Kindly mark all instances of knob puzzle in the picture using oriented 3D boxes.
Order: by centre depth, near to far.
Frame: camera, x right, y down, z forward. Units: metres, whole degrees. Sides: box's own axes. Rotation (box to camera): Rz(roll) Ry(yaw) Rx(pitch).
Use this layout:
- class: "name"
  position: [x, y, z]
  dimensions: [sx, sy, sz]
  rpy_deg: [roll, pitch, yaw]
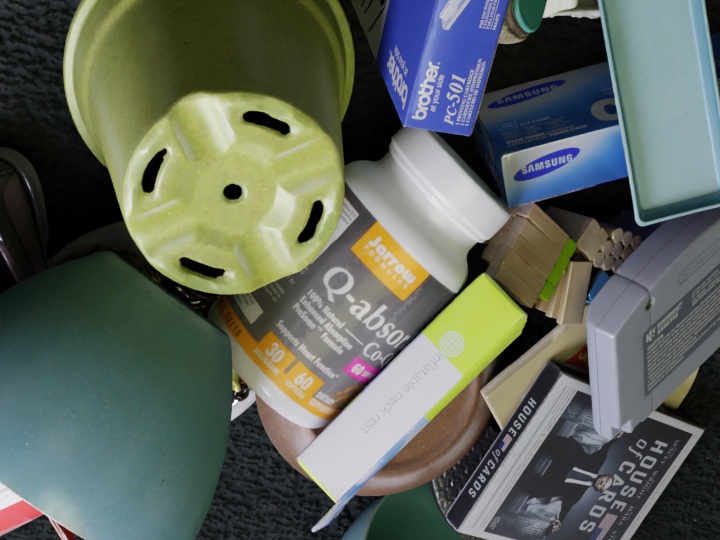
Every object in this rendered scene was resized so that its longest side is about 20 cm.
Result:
- class: "knob puzzle"
  position: [0.198, 0.081, 1.101]
  dimensions: [0.217, 0.030, 0.222]
  rpy_deg: [-17, 128, -22]

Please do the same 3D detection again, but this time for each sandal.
- class: "sandal"
  position: [0.067, 0.129, 1.101]
  dimensions: [0.075, 0.045, 0.201]
  rpy_deg: [-32, 104, -9]

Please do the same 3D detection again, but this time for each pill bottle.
- class: "pill bottle"
  position: [0.000, 0.000, 0.930]
  dimensions: [0.200, 0.117, 0.116]
  rpy_deg: [-45, 119, 9]

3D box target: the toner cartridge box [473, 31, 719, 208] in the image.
- class: "toner cartridge box"
  position: [0.182, -0.107, 0.954]
  dimensions: [0.197, 0.095, 0.044]
  rpy_deg: [-15, 122, -3]

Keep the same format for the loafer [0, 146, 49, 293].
- class: "loafer"
  position: [-0.242, 0.019, 0.944]
  dimensions: [0.071, 0.063, 0.203]
  rpy_deg: [1, 114, 22]

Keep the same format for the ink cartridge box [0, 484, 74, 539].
- class: "ink cartridge box"
  position: [-0.277, 0.109, 0.978]
  dimensions: [0.067, 0.117, 0.201]
  rpy_deg: [-24, 122, 6]

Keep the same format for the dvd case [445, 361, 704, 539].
- class: "dvd case"
  position: [0.176, 0.161, 1.103]
  dimensions: [0.199, 0.025, 0.151]
  rpy_deg: [22, 105, -40]

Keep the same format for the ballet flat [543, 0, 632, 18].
- class: "ballet flat"
  position: [0.145, -0.191, 0.914]
  dimensions: [0.197, 0.072, 0.073]
  rpy_deg: [-9, 123, -7]

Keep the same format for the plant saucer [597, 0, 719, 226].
- class: "plant saucer"
  position: [0.193, -0.134, 0.889]
  dimensions: [0.069, 0.019, 0.203]
  rpy_deg: [-13, 104, -3]

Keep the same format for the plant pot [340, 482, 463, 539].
- class: "plant pot"
  position: [0.039, 0.288, 1.125]
  dimensions: [0.199, 0.202, 0.134]
  rpy_deg: [29, 136, -25]

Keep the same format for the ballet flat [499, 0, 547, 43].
- class: "ballet flat"
  position: [0.102, -0.236, 0.860]
  dimensions: [0.068, 0.075, 0.202]
  rpy_deg: [37, 71, -51]

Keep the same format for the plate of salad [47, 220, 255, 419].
- class: "plate of salad"
  position: [-0.152, 0.054, 1.012]
  dimensions: [0.197, 0.048, 0.202]
  rpy_deg: [-5, 121, -9]

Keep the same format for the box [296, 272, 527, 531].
- class: "box"
  position: [0.030, 0.092, 0.956]
  dimensions: [0.200, 0.122, 0.048]
  rpy_deg: [-44, 82, -1]

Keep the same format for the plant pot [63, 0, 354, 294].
- class: "plant pot"
  position: [-0.086, -0.087, 0.859]
  dimensions: [0.197, 0.185, 0.203]
  rpy_deg: [-6, 122, -9]

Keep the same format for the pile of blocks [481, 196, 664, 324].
- class: "pile of blocks"
  position: [0.152, -0.008, 1.003]
  dimensions: [0.198, 0.062, 0.083]
  rpy_deg: [4, 101, -38]

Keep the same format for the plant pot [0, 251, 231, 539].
- class: "plant pot"
  position: [-0.155, 0.071, 0.847]
  dimensions: [0.200, 0.200, 0.135]
  rpy_deg: [38, 85, -28]

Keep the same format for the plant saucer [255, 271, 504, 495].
- class: "plant saucer"
  position: [0.020, 0.080, 1.034]
  dimensions: [0.197, 0.037, 0.203]
  rpy_deg: [-3, 104, -12]

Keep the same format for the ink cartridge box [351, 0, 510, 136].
- class: "ink cartridge box"
  position: [0.037, -0.169, 0.824]
  dimensions: [0.044, 0.201, 0.095]
  rpy_deg: [7, 120, -15]

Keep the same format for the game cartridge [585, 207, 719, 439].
- class: "game cartridge"
  position: [0.238, 0.019, 1.015]
  dimensions: [0.199, 0.041, 0.134]
  rpy_deg: [-37, 133, -26]
